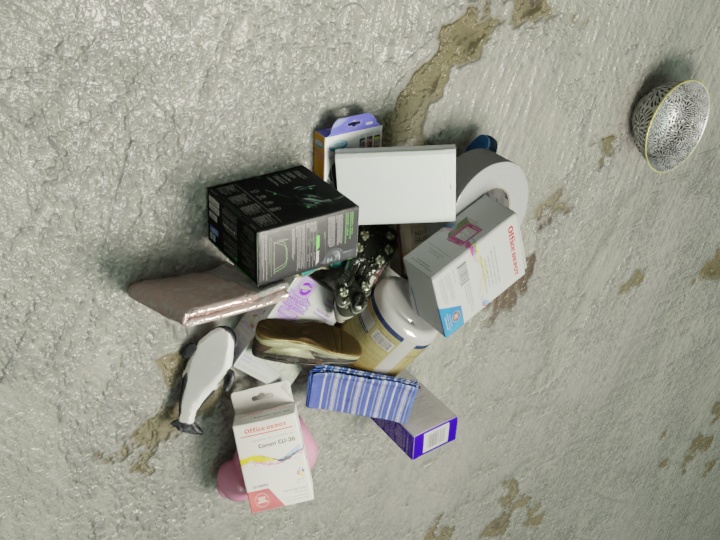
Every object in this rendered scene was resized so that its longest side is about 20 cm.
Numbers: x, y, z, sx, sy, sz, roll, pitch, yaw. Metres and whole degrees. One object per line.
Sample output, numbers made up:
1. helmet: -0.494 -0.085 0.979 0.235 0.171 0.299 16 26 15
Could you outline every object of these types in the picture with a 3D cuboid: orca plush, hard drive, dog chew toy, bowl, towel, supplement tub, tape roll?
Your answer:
1. orca plush: -0.253 0.182 1.626 0.071 0.103 0.204 -23 126 -71
2. hard drive: 0.059 -0.140 1.577 0.195 0.026 0.134 -2 122 2
3. dog chew toy: -0.177 0.353 1.764 0.198 0.125 0.126 -33 133 -7
4. bowl: 0.638 -0.319 2.020 0.198 0.094 0.204 -19 126 -28
5. towel: -0.001 0.226 1.718 0.195 0.024 0.146 10 142 -2
6. supplement tub: 0.034 0.123 1.734 0.143 0.146 0.200 11 134 -42
7. tape roll: 0.209 -0.111 1.702 0.198 0.066 0.204 -22 128 -31
8. towel: -0.233 0.032 1.461 0.188 0.198 0.033 -15 108 -34

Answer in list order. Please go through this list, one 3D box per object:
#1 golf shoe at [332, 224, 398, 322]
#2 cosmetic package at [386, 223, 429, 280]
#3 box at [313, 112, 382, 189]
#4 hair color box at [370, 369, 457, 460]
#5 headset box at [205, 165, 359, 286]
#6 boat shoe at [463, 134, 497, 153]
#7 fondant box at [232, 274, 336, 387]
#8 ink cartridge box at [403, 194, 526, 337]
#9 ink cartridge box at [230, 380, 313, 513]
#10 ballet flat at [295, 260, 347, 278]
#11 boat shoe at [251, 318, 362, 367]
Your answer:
1. golf shoe: 0.000 0.000 1.681 0.202 0.076 0.088 -60 -179 -32
2. cosmetic package: 0.106 -0.087 1.737 0.102 0.087 0.203 -27 130 -23
3. box: -0.022 -0.170 1.618 0.117 0.041 0.204 -17 123 -31
4. hair color box: 0.087 0.271 1.863 0.108 0.200 0.066 -18 129 -29
5. headset box: -0.118 -0.077 1.502 0.197 0.174 0.094 -18 126 -31
6. boat shoe: 0.212 -0.162 1.791 0.067 0.085 0.202 10 125 -23
7. fondant box: -0.133 0.099 1.681 0.144 0.058 0.202 34 92 -45
8. ink cartridge box: 0.182 -0.008 1.632 0.199 0.084 0.146 -35 135 -18
9. ink cartridge box: -0.157 0.306 1.668 0.114 0.068 0.204 -12 99 -2
10. ballet flat: -0.074 -0.034 1.639 0.199 0.061 0.069 -15 120 -60
11. boat shoe: -0.094 0.131 1.638 0.196 0.074 0.065 14 125 -21
